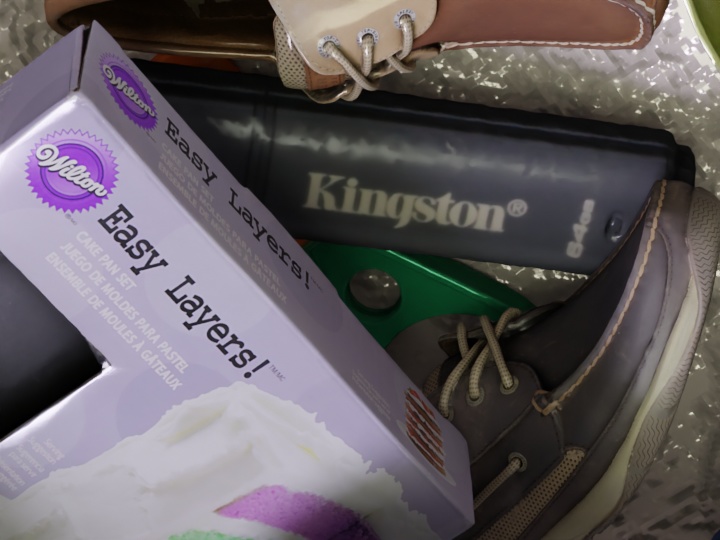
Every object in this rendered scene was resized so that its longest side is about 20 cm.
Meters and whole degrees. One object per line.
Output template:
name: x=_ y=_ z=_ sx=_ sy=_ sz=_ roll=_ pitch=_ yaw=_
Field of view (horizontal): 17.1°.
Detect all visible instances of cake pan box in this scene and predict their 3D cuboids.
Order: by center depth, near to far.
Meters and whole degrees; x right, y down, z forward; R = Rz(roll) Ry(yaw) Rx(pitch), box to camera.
cake pan box: x=-0.093 y=0.047 z=0.727 sx=0.184 sy=0.052 sz=0.200 roll=-33 pitch=116 yaw=14

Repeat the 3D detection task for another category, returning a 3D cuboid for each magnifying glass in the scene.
magnifying glass: x=0.000 y=0.000 z=0.818 sx=0.079 sy=0.022 sz=0.200 roll=-35 pitch=106 yaw=21

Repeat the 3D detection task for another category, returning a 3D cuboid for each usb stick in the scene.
usb stick: x=0.008 y=-0.032 z=0.776 sx=0.199 sy=0.033 sz=0.056 roll=7 pitch=116 yaw=-7

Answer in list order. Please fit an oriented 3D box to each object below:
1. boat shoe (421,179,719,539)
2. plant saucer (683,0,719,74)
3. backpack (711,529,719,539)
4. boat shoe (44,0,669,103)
boat shoe: x=0.053 y=0.053 z=0.780 sx=0.073 sy=0.075 sz=0.201 roll=25 pitch=117 yaw=-1
plant saucer: x=0.191 y=-0.119 z=0.722 sx=0.199 sy=0.031 sz=0.201 roll=1 pitch=111 yaw=2
backpack: x=0.214 y=0.100 z=0.748 sx=0.189 sy=0.200 sz=0.155 roll=-15 pitch=112 yaw=1
boat shoe: x=-0.005 y=-0.085 z=0.740 sx=0.199 sy=0.072 sz=0.076 roll=8 pitch=159 yaw=13
